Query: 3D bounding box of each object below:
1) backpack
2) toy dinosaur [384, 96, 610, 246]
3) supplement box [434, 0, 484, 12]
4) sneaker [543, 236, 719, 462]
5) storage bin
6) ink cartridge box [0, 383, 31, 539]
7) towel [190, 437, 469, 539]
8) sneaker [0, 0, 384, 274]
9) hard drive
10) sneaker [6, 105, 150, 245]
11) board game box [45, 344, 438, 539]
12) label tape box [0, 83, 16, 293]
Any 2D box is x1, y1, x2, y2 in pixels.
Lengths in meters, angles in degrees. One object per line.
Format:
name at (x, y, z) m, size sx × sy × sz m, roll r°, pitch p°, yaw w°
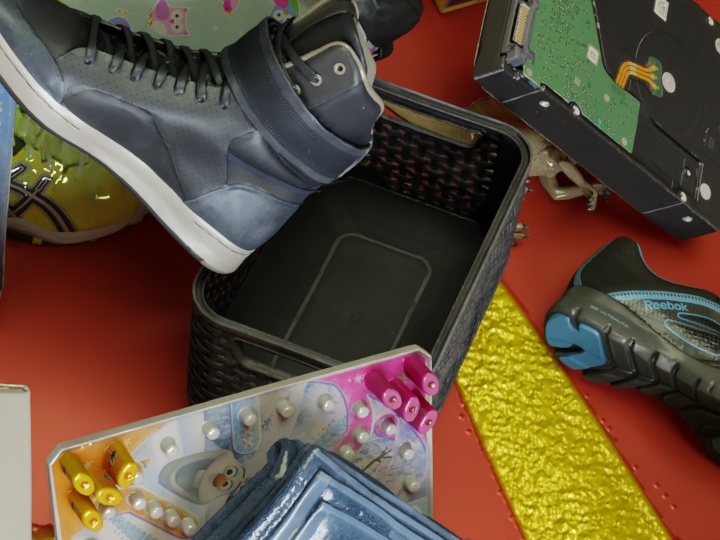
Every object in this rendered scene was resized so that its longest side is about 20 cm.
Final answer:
backpack at (-0.086, -0.148, 1.111) m, size 0.200 × 0.127 × 0.167 m, roll -30°, pitch 98°, yaw 5°
toy dinosaur at (0.083, -0.072, 1.262) m, size 0.200 × 0.058 × 0.101 m, roll 6°, pitch 49°, yaw -21°
supplement box at (0.077, -0.284, 1.324) m, size 0.131 × 0.103 × 0.200 m, roll -20°, pitch 71°, yaw -21°
sneaker at (0.209, 0.054, 1.215) m, size 0.200 × 0.073 × 0.082 m, roll 34°, pitch 60°, yaw 1°
storage bin at (0.000, 0.000, 1.146) m, size 0.135 × 0.094 × 0.200 m, roll 20°, pitch 51°, yaw 9°
ink cartridge box at (-0.206, 0.153, 0.980) m, size 0.084 × 0.200 × 0.144 m, roll 2°, pitch 65°, yaw -14°
towel at (0.002, 0.167, 1.030) m, size 0.112 × 0.200 × 0.049 m, roll -49°, pitch 39°, yaw 5°
sneaker at (-0.080, -0.106, 1.011) m, size 0.202 × 0.146 × 0.077 m, roll 41°, pitch 25°, yaw -29°
hard drive at (0.153, -0.124, 1.243) m, size 0.200 × 0.038 × 0.140 m, roll 34°, pitch 56°, yaw -36°
sneaker at (-0.200, -0.066, 1.158) m, size 0.200 × 0.076 × 0.075 m, roll 5°, pitch 62°, yaw -16°
board game box at (-0.049, 0.150, 1.039) m, size 0.200 × 0.200 × 0.026 m, roll -15°, pitch 32°, yaw -21°
label tape box at (-0.256, -0.047, 1.076) m, size 0.143 × 0.200 × 0.066 m, roll -2°, pitch 49°, yaw -15°
